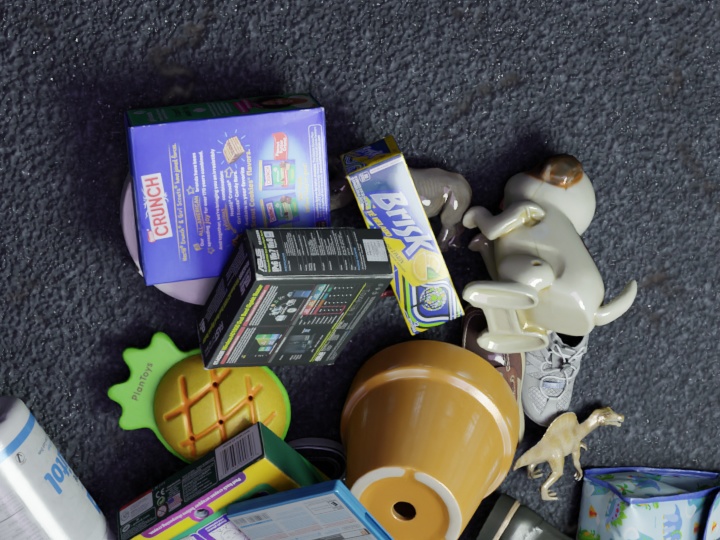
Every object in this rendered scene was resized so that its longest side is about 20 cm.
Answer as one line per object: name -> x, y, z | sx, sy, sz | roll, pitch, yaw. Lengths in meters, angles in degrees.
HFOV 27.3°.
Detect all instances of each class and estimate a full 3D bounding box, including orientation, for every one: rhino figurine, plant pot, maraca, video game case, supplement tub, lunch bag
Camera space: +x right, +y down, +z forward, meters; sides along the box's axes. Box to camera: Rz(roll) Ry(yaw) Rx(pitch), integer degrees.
rhino figurine -> 0.031, -0.081, 1.630 | 0.199, 0.060, 0.088 | 11, 106, -15
plant pot -> 0.063, 0.208, 1.615 | 0.199, 0.183, 0.201 | 6, 121, 11
maraca -> -0.174, 0.145, 1.620 | 0.199, 0.107, 0.137 | 22, 93, -10
video game case -> -0.029, 0.296, 1.567 | 0.143, 0.018, 0.200 | -18, 128, 30
supplement tub -> -0.366, 0.247, 1.588 | 0.132, 0.132, 0.200 | -32, 111, -3
lunch bag -> 0.369, 0.333, 1.802 | 0.199, 0.127, 0.171 | 1, 103, -27

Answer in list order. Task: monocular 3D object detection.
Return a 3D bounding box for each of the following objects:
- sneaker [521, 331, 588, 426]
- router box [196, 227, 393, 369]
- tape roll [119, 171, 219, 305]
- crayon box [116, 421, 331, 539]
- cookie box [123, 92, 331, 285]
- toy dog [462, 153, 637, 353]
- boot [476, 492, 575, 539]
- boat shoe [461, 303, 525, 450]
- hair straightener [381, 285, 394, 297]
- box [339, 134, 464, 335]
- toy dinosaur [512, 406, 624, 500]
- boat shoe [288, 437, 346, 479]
sneaker -> 0.222, 0.091, 1.711 | 0.074, 0.082, 0.201 | -2, 108, -13
router box -> -0.072, 0.031, 1.540 | 0.149, 0.062, 0.200 | -1, 150, -24
tape roll -> -0.160, -0.062, 1.601 | 0.202, 0.037, 0.204 | -4, 106, -13
crayon box -> -0.133, 0.273, 1.619 | 0.200, 0.058, 0.173 | -32, 130, 16
cookie box -> -0.137, -0.087, 1.539 | 0.199, 0.075, 0.172 | -7, 108, -13
toy dog -> 0.202, -0.033, 1.625 | 0.193, 0.201, 0.140 | -6, 147, 23
boot -> 0.184, 0.385, 1.759 | 0.138, 0.077, 0.200 | 27, 100, 13
boat shoe -> 0.148, 0.134, 1.702 | 0.072, 0.072, 0.201 | 1, 113, 19
hair straightener -> 0.000, 0.000, 1.652 | 0.199, 0.041, 0.077 | -5, 106, -7
box -> 0.044, -0.037, 1.579 | 0.064, 0.070, 0.200 | -23, 114, 2
toy dinosaur -> 0.223, 0.213, 1.743 | 0.200, 0.058, 0.101 | -20, 131, -38
boat shoe -> -0.105, 0.244, 1.684 | 0.199, 0.068, 0.072 | -10, 108, -11
